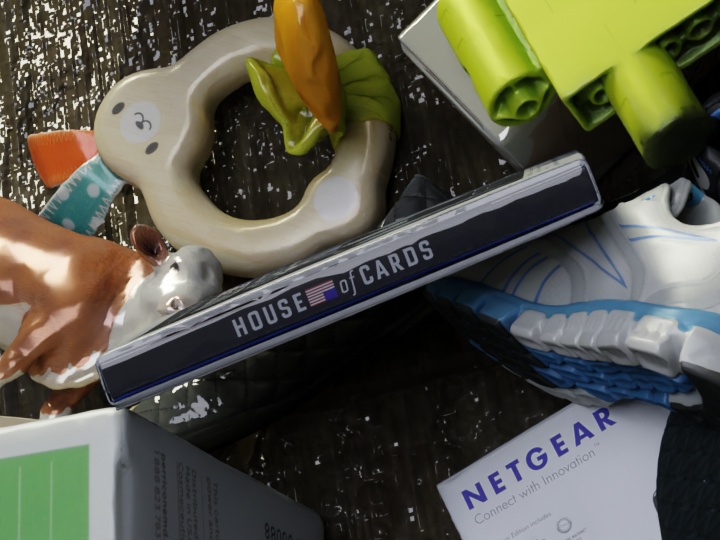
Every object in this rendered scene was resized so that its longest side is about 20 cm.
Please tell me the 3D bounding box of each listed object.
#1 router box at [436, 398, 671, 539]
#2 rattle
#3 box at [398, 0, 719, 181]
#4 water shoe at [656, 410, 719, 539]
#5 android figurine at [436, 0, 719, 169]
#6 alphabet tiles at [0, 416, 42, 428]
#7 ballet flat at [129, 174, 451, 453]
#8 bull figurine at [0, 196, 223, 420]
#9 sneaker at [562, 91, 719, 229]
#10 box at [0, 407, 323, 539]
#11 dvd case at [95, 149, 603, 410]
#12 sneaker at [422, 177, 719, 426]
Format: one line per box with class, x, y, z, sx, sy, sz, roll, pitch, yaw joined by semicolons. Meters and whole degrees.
router box;0.155;0.118;0.971;0.199;0.049;0.180;-32;62;10
rattle;-0.091;-0.064;1.099;0.198;0.143;0.131;4;92;19
box;0.122;-0.131;1.051;0.200;0.095;0.078;-45;60;5
water shoe;0.164;0.112;0.908;0.072;0.078;0.201;-52;29;42
android figurine;0.112;-0.139;0.975;0.181;0.041;0.201;-35;55;10
alphabet tiles;-0.181;0.092;1.038;0.195;0.199;0.015;-30;58;56
ballet flat;-0.035;0.031;1.075;0.199;0.066;0.057;-32;81;1
bull figurine;-0.150;0.021;1.110;0.199;0.065;0.122;21;63;41
sneaker;0.132;-0.026;0.997;0.199;0.112;0.074;-24;63;14
box;-0.124;0.184;0.984;0.170;0.200;0.201;-11;67;21
dvd case;0.000;0.000;0.958;0.199;0.150;0.025;-22;92;5
sneaker;0.103;0.005;0.951;0.199;0.075;0.087;9;66;57
